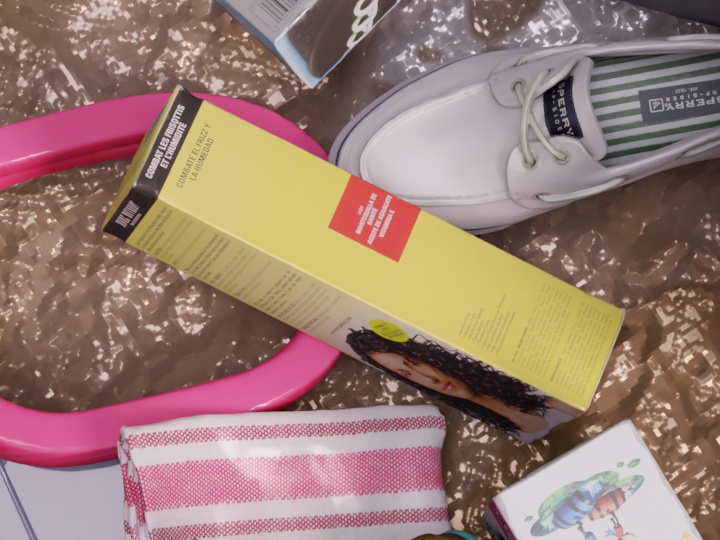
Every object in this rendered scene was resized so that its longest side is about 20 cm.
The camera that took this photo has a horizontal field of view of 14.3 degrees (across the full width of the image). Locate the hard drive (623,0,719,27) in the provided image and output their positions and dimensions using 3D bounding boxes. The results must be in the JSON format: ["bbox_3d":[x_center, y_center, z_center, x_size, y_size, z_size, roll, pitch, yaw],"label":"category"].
[{"bbox_3d":[0.166,-0.157,1.172,0.200,0.042,0.135,12,64,7],"label":"hard drive"}]

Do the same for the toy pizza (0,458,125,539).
[{"bbox_3d":[-0.110,0.161,1.182,0.200,0.032,0.200,0,83,3],"label":"toy pizza"}]

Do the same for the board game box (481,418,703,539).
[{"bbox_3d":[0.124,0.162,1.109,0.064,0.148,0.200,-32,83,-2],"label":"board game box"}]

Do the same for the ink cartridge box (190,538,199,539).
[{"bbox_3d":[-0.036,0.218,1.050,0.144,0.085,0.200,24,84,-8],"label":"ink cartridge box"}]

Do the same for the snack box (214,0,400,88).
[{"bbox_3d":[0.013,-0.179,1.176,0.200,0.037,0.116,-45,47,-1],"label":"snack box"}]

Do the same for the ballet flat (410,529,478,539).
[{"bbox_3d":[0.060,0.199,1.132,0.072,0.068,0.200,-36,100,-29],"label":"ballet flat"}]

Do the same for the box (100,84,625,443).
[{"bbox_3d":[0.000,0.000,1.140,0.200,0.075,0.050,27,70,-6],"label":"box"}]

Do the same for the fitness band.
[{"bbox_3d":[-0.095,0.002,1.172,0.200,0.037,0.144,-14,77,-15],"label":"fitness band"}]

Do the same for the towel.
[{"bbox_3d":[-0.019,0.154,1.144,0.146,0.030,0.200,-3,84,-29],"label":"towel"}]

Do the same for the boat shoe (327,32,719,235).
[{"bbox_3d":[0.083,-0.065,1.164,0.200,0.067,0.074,-17,85,-5],"label":"boat shoe"}]
